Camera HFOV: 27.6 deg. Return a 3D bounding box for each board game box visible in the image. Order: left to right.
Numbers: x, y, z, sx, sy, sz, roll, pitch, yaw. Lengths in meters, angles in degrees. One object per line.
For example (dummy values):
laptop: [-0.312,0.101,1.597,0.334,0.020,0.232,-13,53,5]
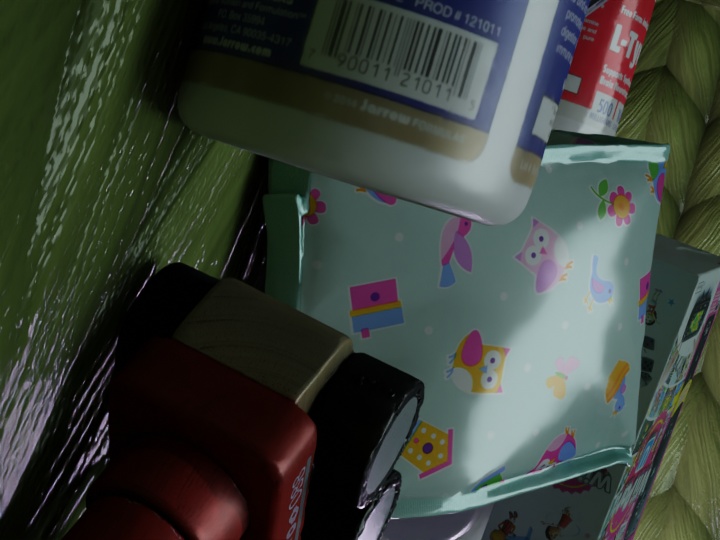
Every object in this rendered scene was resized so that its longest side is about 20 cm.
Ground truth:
board game box: [0.140,0.081,0.824,0.147,0.064,0.201,-7,118,-68]

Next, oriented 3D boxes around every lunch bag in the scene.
lunch bag: [0.034,0.016,0.672,0.199,0.122,0.171,-5,104,-38]

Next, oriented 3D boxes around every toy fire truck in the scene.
toy fire truck: [-0.059,0.128,0.465,0.200,0.128,0.176,-51,161,-41]

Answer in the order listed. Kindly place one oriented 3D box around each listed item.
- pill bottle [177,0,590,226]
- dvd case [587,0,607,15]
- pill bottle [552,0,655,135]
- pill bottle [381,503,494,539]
pill bottle: [0.024,-0.124,0.453,0.116,0.115,0.201,-1,109,-83]
dvd case: [0.093,-0.137,0.802,0.200,0.025,0.150,-36,178,22]
pill bottle: [0.144,-0.185,0.997,0.112,0.112,0.201,-2,109,-83]
pill bottle: [0.055,0.130,0.958,0.200,0.112,0.113,14,93,-76]
